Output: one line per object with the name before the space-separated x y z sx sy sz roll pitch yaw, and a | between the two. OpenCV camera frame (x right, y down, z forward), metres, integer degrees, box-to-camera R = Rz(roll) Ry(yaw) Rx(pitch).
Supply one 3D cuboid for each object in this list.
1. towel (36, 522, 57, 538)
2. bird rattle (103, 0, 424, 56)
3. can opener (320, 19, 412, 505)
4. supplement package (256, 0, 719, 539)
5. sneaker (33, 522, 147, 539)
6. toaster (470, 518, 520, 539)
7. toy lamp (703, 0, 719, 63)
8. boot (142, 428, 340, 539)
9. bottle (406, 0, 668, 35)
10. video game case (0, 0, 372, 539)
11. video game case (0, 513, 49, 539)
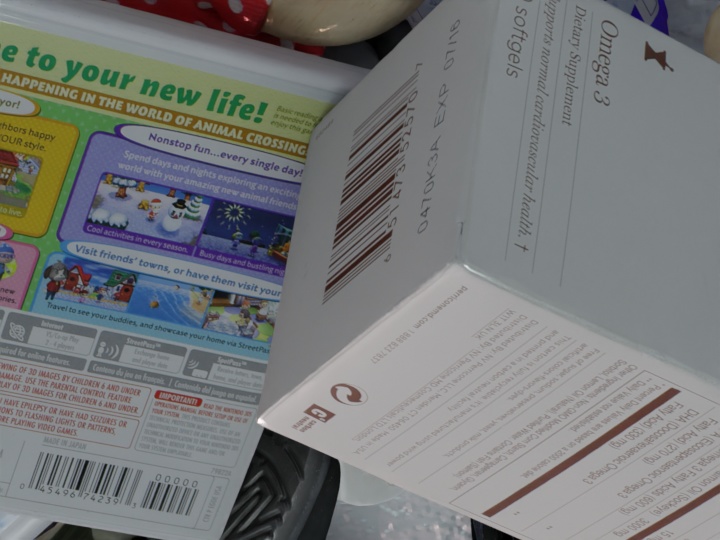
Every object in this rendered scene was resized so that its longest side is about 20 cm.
towel | -0.092 0.098 1.013 0.143 0.023 0.200 -1 123 -3
bird rattle | -0.041 -0.126 0.785 0.163 0.113 0.200 11 122 43
can opener | 0.000 0.000 0.929 0.053 0.066 0.200 -22 124 -35
supplement package | 0.088 0.015 0.737 0.200 0.117 0.117 24 142 -21
sneaker | -0.118 0.152 0.956 0.200 0.077 0.089 -29 131 -17
toaster | 0.103 0.105 0.935 0.118 0.181 0.200 -7 123 -5
toy lamp | 0.120 -0.051 0.840 0.058 0.058 0.200 11 104 -9
boot | -0.007 0.161 0.948 0.200 0.066 0.165 33 90 -38
bottle | 0.067 -0.087 0.872 0.083 0.065 0.200 -25 121 13
video game case | -0.110 -0.003 0.784 0.200 0.022 0.182 13 114 -22
video game case | -0.187 0.036 0.887 0.200 0.022 0.182 -42 82 13
